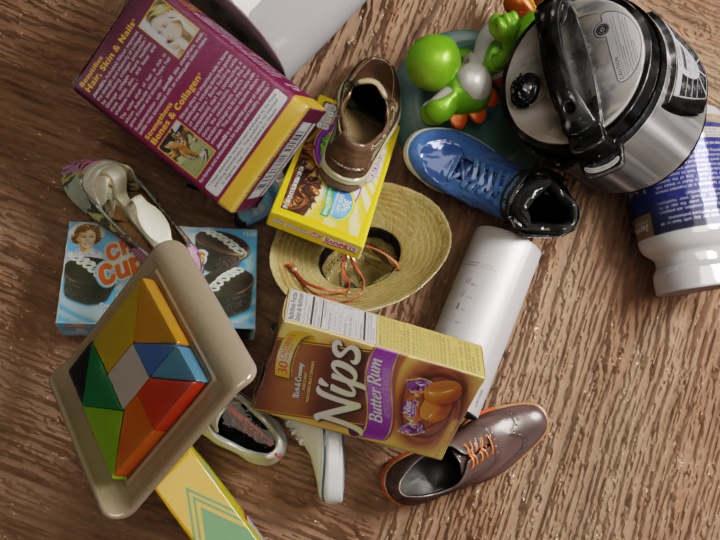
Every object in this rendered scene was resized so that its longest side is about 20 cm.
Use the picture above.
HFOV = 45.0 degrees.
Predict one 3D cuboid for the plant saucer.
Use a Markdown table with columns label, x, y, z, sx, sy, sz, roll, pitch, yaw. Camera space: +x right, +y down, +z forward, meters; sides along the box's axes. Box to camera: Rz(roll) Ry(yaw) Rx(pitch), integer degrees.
| label | x | y | z | sx | sy | sz | roll | pitch | yaw |
| --- | --- | --- | --- | --- | --- | --- | --- | --- | --- |
| plant saucer | 0.135 | -0.193 | 1.012 | 0.199 | 0.036 | 0.201 | 1 | 80 | -8 |

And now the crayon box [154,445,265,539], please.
| label | x | y | z | sx | sy | sz | roll | pitch | yaw |
| --- | --- | --- | --- | --- | --- | --- | --- | --- | --- |
| crayon box | -0.149 | 0.236 | 0.853 | 0.051 | 0.127 | 0.200 | -36 | 86 | -13 |

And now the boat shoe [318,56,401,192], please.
| label | x | y | z | sx | sy | sz | roll | pitch | yaw |
| --- | --- | --- | --- | --- | --- | --- | --- | --- | --- |
| boat shoe | 0.011 | -0.175 | 0.933 | 0.074 | 0.075 | 0.203 | 17 | 49 | -7 |

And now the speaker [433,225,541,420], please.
| label | x | y | z | sx | sy | sz | roll | pitch | yaw |
| --- | --- | --- | --- | --- | --- | --- | --- | --- | --- |
| speaker | 0.126 | 0.054 | 0.946 | 0.081 | 0.081 | 0.201 | 24 | 78 | -3 |

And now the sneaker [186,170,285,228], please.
| label | x | y | z | sx | sy | sz | roll | pitch | yaw |
| --- | --- | --- | --- | --- | --- | --- | --- | --- | --- |
| sneaker | -0.162 | -0.132 | 0.939 | 0.090 | 0.078 | 0.200 | -39 | 87 | -9 |

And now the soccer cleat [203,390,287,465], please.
| label | x | y | z | sx | sy | sz | roll | pitch | yaw |
| --- | --- | --- | --- | --- | --- | --- | --- | --- | --- |
| soccer cleat | -0.158 | 0.132 | 0.889 | 0.200 | 0.085 | 0.069 | 37 | 78 | -1 |

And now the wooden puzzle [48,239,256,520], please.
| label | x | y | z | sx | sy | sz | roll | pitch | yaw |
| --- | --- | --- | --- | --- | --- | --- | --- | --- | --- |
| wooden puzzle | -0.204 | 0.095 | 0.801 | 0.200 | 0.037 | 0.185 | -46 | 55 | 13 |

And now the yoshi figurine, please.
| label | x | y | z | sx | sy | sz | roll | pitch | yaw |
| --- | --- | --- | --- | --- | --- | --- | --- | --- | --- |
| yoshi figurine | 0.127 | -0.248 | 0.951 | 0.200 | 0.113 | 0.112 | -43 | 64 | -14 |

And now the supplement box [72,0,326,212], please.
| label | x | y | z | sx | sy | sz | roll | pitch | yaw |
| --- | --- | --- | --- | --- | --- | --- | --- | --- | --- |
| supplement box | -0.155 | -0.169 | 0.857 | 0.200 | 0.103 | 0.131 | 39 | 102 | 1 |

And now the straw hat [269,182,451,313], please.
| label | x | y | z | sx | sy | sz | roll | pitch | yaw |
| --- | --- | --- | --- | --- | --- | --- | --- | --- | --- |
| straw hat | 0.000 | 0.000 | 0.930 | 0.200 | 0.085 | 0.202 | -3 | 44 | 3 |

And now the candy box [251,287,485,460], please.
| label | x | y | z | sx | sy | sz | roll | pitch | yaw |
| --- | --- | --- | --- | --- | --- | --- | --- | --- | --- |
| candy box | 0.006 | 0.103 | 0.837 | 0.199 | 0.057 | 0.117 | 17 | 122 | -8 |

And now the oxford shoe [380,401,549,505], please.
| label | x | y | z | sx | sy | sz | roll | pitch | yaw |
| --- | --- | --- | --- | --- | --- | --- | --- | --- | --- |
| oxford shoe | 0.120 | 0.198 | 0.924 | 0.199 | 0.073 | 0.071 | -26 | 85 | -11 |

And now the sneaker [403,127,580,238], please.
| label | x | y | z | sx | sy | sz | roll | pitch | yaw |
| --- | --- | --- | --- | --- | --- | --- | --- | --- | --- |
| sneaker | 0.145 | -0.095 | 0.932 | 0.199 | 0.111 | 0.077 | 29 | 91 | -13 |

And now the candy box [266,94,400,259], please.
| label | x | y | z | sx | sy | sz | roll | pitch | yaw |
| --- | --- | --- | --- | --- | --- | --- | --- | --- | --- |
| candy box | -0.024 | -0.106 | 0.933 | 0.102 | 0.026 | 0.201 | 22 | 48 | -6 |

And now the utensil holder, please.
| label | x | y | z | sx | sy | sz | roll | pitch | yaw |
| --- | --- | --- | --- | --- | --- | --- | --- | --- | --- |
| utensil holder | -0.073 | -0.325 | 0.940 | 0.170 | 0.170 | 0.200 | 40 | 80 | 0 |

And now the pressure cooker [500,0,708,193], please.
| label | x | y | z | sx | sy | sz | roll | pitch | yaw |
| --- | --- | --- | --- | --- | --- | --- | --- | --- | --- |
| pressure cooker | 0.243 | -0.180 | 0.890 | 0.176 | 0.199 | 0.179 | 37 | 103 | 41 |

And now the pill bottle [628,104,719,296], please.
| label | x | y | z | sx | sy | sz | roll | pitch | yaw |
| --- | --- | --- | --- | --- | --- | --- | --- | --- | --- |
| pill bottle | 0.366 | -0.076 | 0.984 | 0.115 | 0.116 | 0.201 | -6 | 81 | -9 |

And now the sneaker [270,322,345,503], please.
| label | x | y | z | sx | sy | sz | roll | pitch | yaw |
| --- | --- | --- | --- | --- | --- | --- | --- | --- | --- |
| sneaker | -0.056 | 0.145 | 0.916 | 0.070 | 0.073 | 0.201 | -8 | 72 | -1 |

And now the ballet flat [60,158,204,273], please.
| label | x | y | z | sx | sy | sz | roll | pitch | yaw |
| --- | --- | --- | --- | --- | --- | --- | --- | --- | --- |
| ballet flat | -0.232 | -0.062 | 0.885 | 0.200 | 0.071 | 0.069 | 44 | 63 | 15 |

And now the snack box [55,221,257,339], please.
| label | x | y | z | sx | sy | sz | roll | pitch | yaw |
| --- | --- | --- | --- | --- | --- | --- | --- | --- | --- |
| snack box | -0.209 | 0.011 | 0.914 | 0.199 | 0.037 | 0.117 | 2 | 64 | -8 |
